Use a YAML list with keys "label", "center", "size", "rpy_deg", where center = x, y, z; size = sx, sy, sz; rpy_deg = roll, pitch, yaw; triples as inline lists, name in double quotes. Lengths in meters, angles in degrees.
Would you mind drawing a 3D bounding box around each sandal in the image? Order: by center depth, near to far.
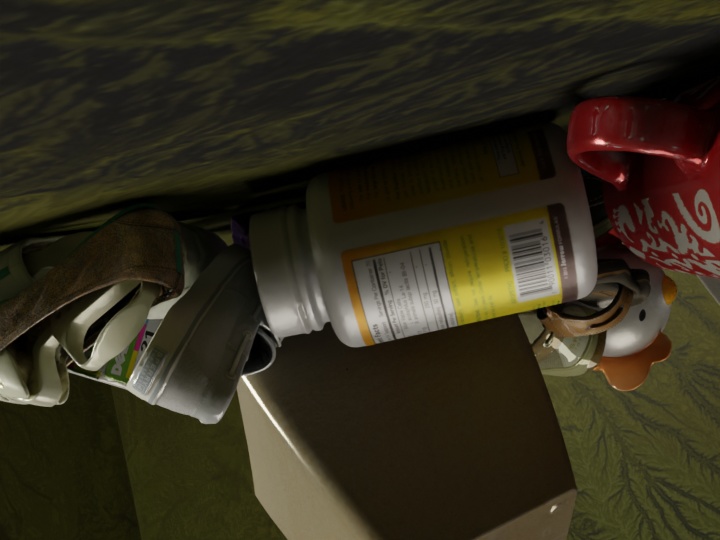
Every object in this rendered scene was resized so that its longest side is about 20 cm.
- label: "sandal"
  center: [0.154, 0.021, 0.884]
  size: [0.081, 0.055, 0.200]
  rpy_deg: [-2, 173, 27]

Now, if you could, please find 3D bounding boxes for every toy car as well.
- label: "toy car"
  center: [0.221, -0.004, 1.032]
  size: [0.176, 0.202, 0.184]
  rpy_deg: [-13, 179, 38]

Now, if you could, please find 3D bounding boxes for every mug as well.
- label: "mug"
  center: [0.203, -0.066, 0.687]
  size: [0.134, 0.177, 0.200]
  rpy_deg: [-51, -172, -5]

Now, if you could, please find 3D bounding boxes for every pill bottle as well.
- label: "pill bottle"
  center: [0.037, -0.017, 0.761]
  size: [0.198, 0.110, 0.109]
  rpy_deg: [-12, 179, 4]

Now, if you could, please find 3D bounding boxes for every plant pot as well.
- label: "plant pot"
  center: [0.045, 0.143, 0.879]
  size: [0.199, 0.178, 0.201]
  rpy_deg: [-24, 146, -16]

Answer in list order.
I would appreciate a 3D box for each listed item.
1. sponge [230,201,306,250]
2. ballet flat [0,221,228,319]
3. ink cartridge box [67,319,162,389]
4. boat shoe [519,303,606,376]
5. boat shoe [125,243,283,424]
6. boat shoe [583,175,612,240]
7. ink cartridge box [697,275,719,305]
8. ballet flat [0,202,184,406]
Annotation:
- label: "sponge"
  center: [0.015, -0.024, 0.911]
  size: [0.198, 0.030, 0.112]
  rpy_deg: [-13, -148, -24]
- label: "ballet flat"
  center: [-0.154, -0.003, 0.828]
  size: [0.199, 0.070, 0.069]
  rpy_deg: [-10, 177, -42]
- label: "ink cartridge box"
  center: [-0.217, 0.041, 0.956]
  size: [0.199, 0.076, 0.147]
  rpy_deg: [22, 170, -33]
- label: "boat shoe"
  center: [0.110, 0.061, 1.018]
  size: [0.063, 0.074, 0.200]
  rpy_deg: [18, 164, -31]
- label: "boat shoe"
  center: [-0.083, 0.039, 0.784]
  size: [0.072, 0.068, 0.200]
  rpy_deg: [-57, -178, 12]
- label: "boat shoe"
  center: [0.084, -0.047, 0.849]
  size: [0.199, 0.067, 0.072]
  rpy_deg: [-9, -153, -13]
- label: "ink cartridge box"
  center: [0.350, -0.026, 0.895]
  size: [0.200, 0.147, 0.082]
  rpy_deg: [-45, 159, 30]
- label: "ballet flat"
  center: [-0.181, 0.039, 0.742]
  size: [0.199, 0.068, 0.068]
  rpy_deg: [-37, 150, 22]
